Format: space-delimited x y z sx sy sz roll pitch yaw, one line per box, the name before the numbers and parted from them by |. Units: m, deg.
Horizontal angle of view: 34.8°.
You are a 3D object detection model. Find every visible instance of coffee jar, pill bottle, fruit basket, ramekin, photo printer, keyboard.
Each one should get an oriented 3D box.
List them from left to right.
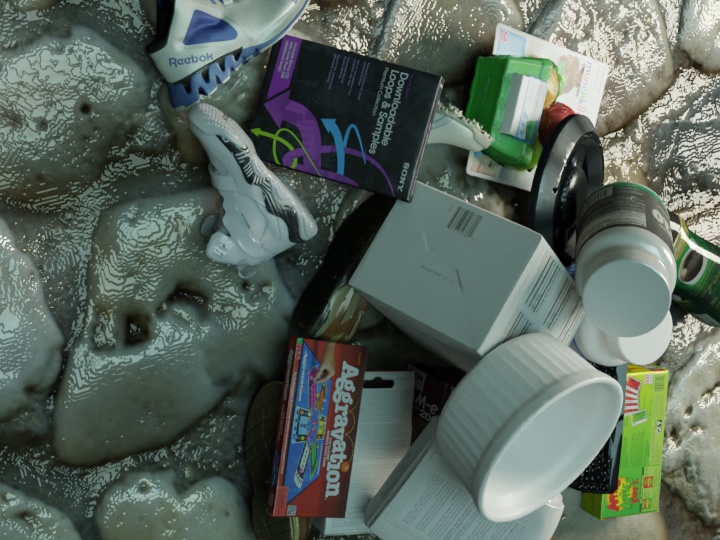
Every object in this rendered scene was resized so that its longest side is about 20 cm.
photo printer | 0.128 0.284 1.358 0.199 0.070 0.167 31 111 -9
ramekin | 0.175 0.163 1.230 0.199 0.098 0.202 -27 141 -24
fruit basket | 0.226 -0.190 1.428 0.198 0.093 0.188 12 93 -30
keyboard | 0.297 0.199 1.524 0.103 0.040 0.203 3 97 11
pill bottle | 0.295 0.056 1.437 0.111 0.200 0.114 -4 100 -25
pill bottle | 0.300 -0.014 1.307 0.112 0.201 0.114 5 118 9
coffee jar | 0.435 -0.008 1.558 0.199 0.085 0.105 29 89 -27

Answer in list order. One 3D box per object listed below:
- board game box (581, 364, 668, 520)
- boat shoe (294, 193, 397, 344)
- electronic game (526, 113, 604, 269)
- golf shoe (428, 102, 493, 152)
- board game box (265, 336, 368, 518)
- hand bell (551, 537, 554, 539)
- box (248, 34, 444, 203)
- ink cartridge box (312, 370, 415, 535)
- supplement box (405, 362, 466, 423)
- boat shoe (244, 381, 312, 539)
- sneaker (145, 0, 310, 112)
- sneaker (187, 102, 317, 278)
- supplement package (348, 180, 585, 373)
board game box | 0.364 0.234 1.583 0.100 0.048 0.203 -1 98 -24
boat shoe | 0.000 0.000 1.365 0.074 0.076 0.201 32 92 -31
electronic game | 0.251 -0.091 1.406 0.199 0.041 0.202 -31 127 -51
golf shoe | 0.054 -0.167 1.347 0.198 0.078 0.098 22 99 -1
board game box | -0.049 0.182 1.326 0.102 0.019 0.203 10 86 -36
hand bell | 0.194 0.329 1.508 0.199 0.104 0.105 31 84 -37
box | -0.019 -0.171 1.286 0.198 0.036 0.145 16 92 7
ink cartridge box | 0.004 0.218 1.409 0.108 0.050 0.203 2 96 -25
supplement box | 0.161 0.166 1.442 0.198 0.109 0.062 10 95 -25
boat shoe | -0.090 0.231 1.363 0.067 0.071 0.203 -4 93 -58
sneaker | -0.155 -0.276 1.239 0.199 0.080 0.116 -43 115 -12
sneaker | -0.145 -0.080 1.257 0.115 0.075 0.200 -38 119 6
supplement package | 0.131 0.028 1.323 0.148 0.190 0.200 -58 145 -7
